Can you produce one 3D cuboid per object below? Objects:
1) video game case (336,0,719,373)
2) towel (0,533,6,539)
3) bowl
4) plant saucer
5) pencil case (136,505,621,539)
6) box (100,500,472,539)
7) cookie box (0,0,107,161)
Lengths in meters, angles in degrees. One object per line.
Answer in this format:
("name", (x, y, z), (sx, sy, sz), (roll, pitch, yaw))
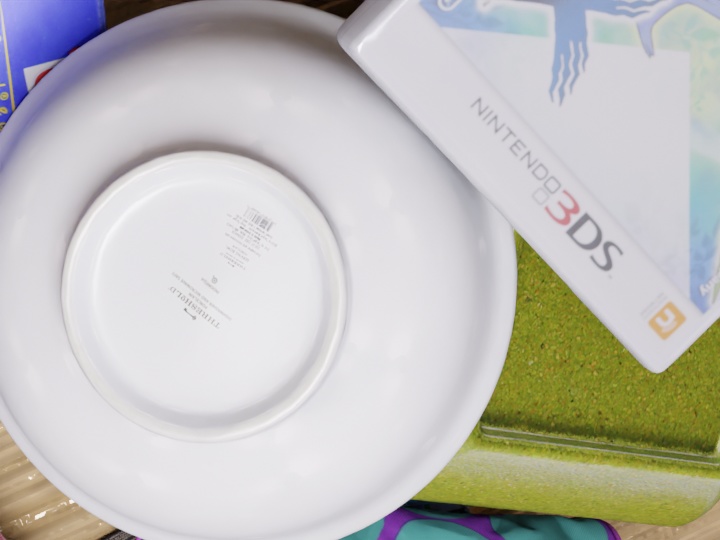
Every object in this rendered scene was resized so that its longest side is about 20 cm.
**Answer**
("video game case", (0.119, -0.089, 0.942), (0.200, 0.022, 0.182), (-44, 120, 2))
("towel", (-0.161, 0.192, 1.117), (0.144, 0.023, 0.200), (-31, 115, 14))
("bowl", (-0.047, 0.006, 0.942), (0.200, 0.090, 0.203), (0, 95, 5))
("plant saucer", (0.093, 0.000, 1.038), (0.199, 0.048, 0.201), (9, 97, -38))
("pencil case", (0.012, 0.131, 1.106), (0.199, 0.092, 0.086), (8, 73, -24))
("box", (-0.046, 0.140, 1.159), (0.199, 0.035, 0.110), (-29, 117, -7))
("cookie box", (-0.191, -0.039, 1.012), (0.199, 0.075, 0.172), (-10, 112, -16))
